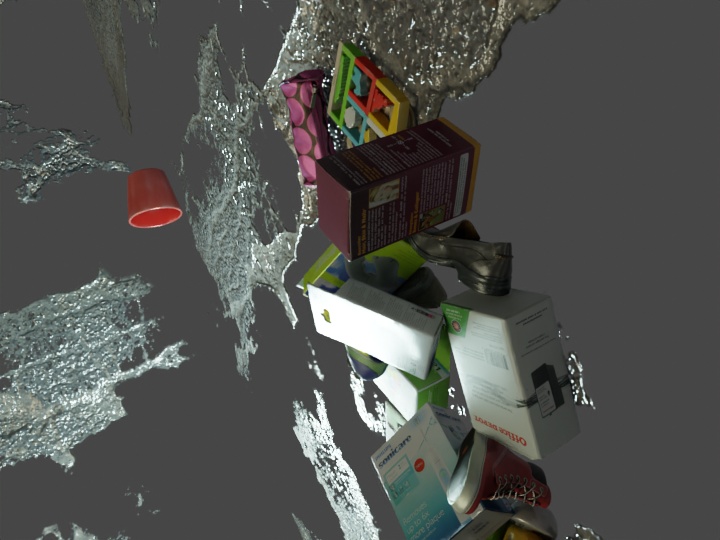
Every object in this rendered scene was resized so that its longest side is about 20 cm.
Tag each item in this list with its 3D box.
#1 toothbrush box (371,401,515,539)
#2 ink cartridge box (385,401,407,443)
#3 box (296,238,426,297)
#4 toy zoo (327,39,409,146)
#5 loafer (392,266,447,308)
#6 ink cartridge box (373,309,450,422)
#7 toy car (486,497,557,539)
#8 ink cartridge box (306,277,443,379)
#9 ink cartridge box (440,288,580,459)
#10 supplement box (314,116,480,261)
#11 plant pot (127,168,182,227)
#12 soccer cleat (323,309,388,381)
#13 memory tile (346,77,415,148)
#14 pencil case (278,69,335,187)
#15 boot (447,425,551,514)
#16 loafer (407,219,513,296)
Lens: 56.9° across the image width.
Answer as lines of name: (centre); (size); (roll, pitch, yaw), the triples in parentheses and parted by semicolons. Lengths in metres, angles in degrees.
toothbrush box: (0.123, 0.334, 1.044); (0.146, 0.085, 0.200); (-47, 42, 19)
ink cartridge box: (0.117, 0.351, 1.254); (0.148, 0.075, 0.201); (38, 139, 49)
box: (0.000, 0.000, 1.036); (0.200, 0.122, 0.048); (-46, 30, 33)
toy zoo: (0.015, -0.236, 0.996); (0.200, 0.020, 0.132); (53, 147, 32)
loafer: (0.071, 0.054, 1.090); (0.070, 0.075, 0.200); (41, 154, -13)
ink cartridge box: (0.085, 0.150, 1.162); (0.148, 0.076, 0.201); (44, 148, 42)
toy car: (0.238, 0.448, 1.038); (0.150, 0.176, 0.200); (34, 163, -24)
ink cartridge box: (0.023, 0.082, 1.012); (0.199, 0.043, 0.197); (24, 157, 12)
ink cartridge box: (0.200, 0.130, 0.893); (0.146, 0.083, 0.201); (13, 122, 63)
supplement box: (0.048, -0.108, 0.861); (0.086, 0.199, 0.111); (47, 150, 39)
plant pot: (-0.798, -0.280, 2.531); (0.200, 0.200, 0.178); (135, 121, -64)
soccer cleat: (-0.011, 0.097, 1.169); (0.084, 0.065, 0.201); (-42, 70, 34)
memory tile: (0.024, -0.195, 1.044); (0.153, 0.017, 0.201); (49, 145, 37)
pencil case: (-0.081, -0.245, 1.163); (0.094, 0.091, 0.201); (21, 132, 50)
boot: (0.201, 0.300, 0.920); (0.144, 0.200, 0.073); (34, 108, 9)
loafer: (0.139, -0.036, 0.916); (0.200, 0.073, 0.073); (34, 118, 47)
